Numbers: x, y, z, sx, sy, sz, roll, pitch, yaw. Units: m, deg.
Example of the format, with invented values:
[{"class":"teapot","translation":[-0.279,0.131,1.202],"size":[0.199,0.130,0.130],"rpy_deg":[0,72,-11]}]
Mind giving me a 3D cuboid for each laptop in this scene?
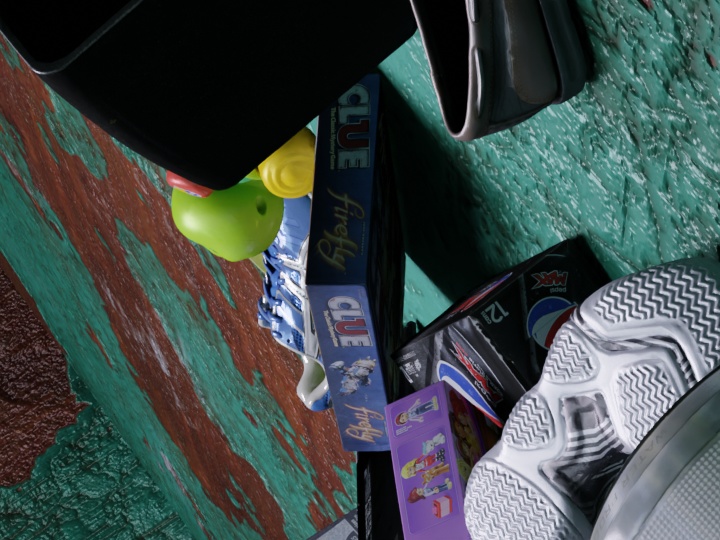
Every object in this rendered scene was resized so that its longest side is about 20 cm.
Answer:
[{"class":"laptop","translation":[0.059,0.174,1.493],"size":[0.200,0.115,0.188],"rpy_deg":[112,162,-46]}]

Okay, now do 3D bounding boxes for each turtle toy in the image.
[{"class":"turtle toy","translation":[-0.083,-0.092,1.303],"size":[0.146,0.101,0.201],"rpy_deg":[-106,-5,-53]}]

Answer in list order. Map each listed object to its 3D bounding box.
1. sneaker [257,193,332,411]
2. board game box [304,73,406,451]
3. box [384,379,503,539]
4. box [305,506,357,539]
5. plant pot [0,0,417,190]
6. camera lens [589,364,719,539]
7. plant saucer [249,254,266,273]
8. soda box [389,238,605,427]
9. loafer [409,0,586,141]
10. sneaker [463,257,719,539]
[{"class":"sneaker","translation":[-0.034,0.009,1.502],"size":[0.201,0.077,0.076],"rpy_deg":[65,166,-24]},{"class":"board game box","translation":[0.000,0.000,1.286],"size":[0.200,0.034,0.136],"rpy_deg":[79,-168,-60]},{"class":"box","translation":[0.074,0.170,1.114],"size":[0.137,0.039,0.201],"rpy_deg":[40,-148,-46]},{"class":"box","translation":[0.030,0.302,1.837],"size":[0.200,0.132,0.115],"rpy_deg":[46,160,37]},{"class":"plant pot","translation":[-0.081,-0.159,1.066],"size":[0.200,0.199,0.178],"rpy_deg":[47,175,36]},{"class":"camera lens","translation":[0.189,0.128,0.792],"size":[0.200,0.160,0.160],"rpy_deg":[46,163,37]},{"class":"plant saucer","translation":[-0.094,-0.082,1.605],"size":[0.200,0.031,0.200],"rpy_deg":[52,165,19]},{"class":"soda box","translation":[0.077,0.040,1.186],"size":[0.063,0.071,0.200],"rpy_deg":[52,167,0]},{"class":"loafer","translation":[0.034,-0.143,0.929],"size":[0.072,0.063,0.201],"rpy_deg":[33,153,59]},{"class":"sneaker","translation":[0.133,0.058,1.032],"size":[0.075,0.115,0.200],"rpy_deg":[51,131,20]}]
